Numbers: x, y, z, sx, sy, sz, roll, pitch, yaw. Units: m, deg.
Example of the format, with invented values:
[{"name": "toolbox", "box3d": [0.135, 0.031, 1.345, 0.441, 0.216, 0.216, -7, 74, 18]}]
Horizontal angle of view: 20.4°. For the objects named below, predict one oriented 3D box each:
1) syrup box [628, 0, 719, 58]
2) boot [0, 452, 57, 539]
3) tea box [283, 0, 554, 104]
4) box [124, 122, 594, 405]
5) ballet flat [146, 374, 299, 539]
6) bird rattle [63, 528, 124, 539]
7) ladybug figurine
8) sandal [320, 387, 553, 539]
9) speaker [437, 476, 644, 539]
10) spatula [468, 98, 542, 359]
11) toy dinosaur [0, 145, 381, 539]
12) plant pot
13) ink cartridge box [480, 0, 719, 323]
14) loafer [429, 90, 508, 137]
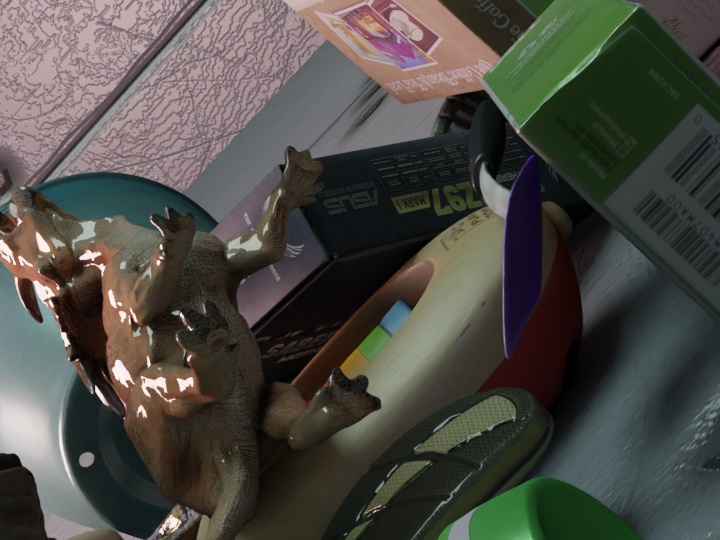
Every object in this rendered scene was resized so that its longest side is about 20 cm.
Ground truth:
[{"name": "syrup box", "box3d": [0.195, -0.198, 0.994, 0.200, 0.081, 0.079, -46, 13, 13]}, {"name": "boot", "box3d": [-0.133, 0.147, 0.823, 0.068, 0.131, 0.200, -10, -19, -6]}, {"name": "tea box", "box3d": [0.059, -0.197, 0.964, 0.197, 0.134, 0.200, -53, 13, -9]}, {"name": "box", "box3d": [0.000, 0.000, 0.899, 0.200, 0.051, 0.158, -14, -22, -47]}, {"name": "ballet flat", "box3d": [-0.061, 0.132, 0.920, 0.200, 0.072, 0.072, -45, 10, 19]}, {"name": "bird rattle", "box3d": [-0.190, 0.176, 1.009, 0.163, 0.113, 0.200, -31, -20, -22]}, {"name": "ladybug figurine", "box3d": [0.019, 0.057, 0.789, 0.200, 0.072, 0.136, -47, 10, 5]}, {"name": "sandal", "box3d": [0.008, 0.126, 0.640, 0.201, 0.057, 0.080, -62, 14, 6]}, {"name": "speaker", "box3d": [-0.002, 0.144, 0.505, 0.200, 0.088, 0.088, -45, 10, 18]}, {"name": "spatula", "box3d": [0.052, -0.030, 0.731, 0.020, 0.057, 0.200, -3, 21, -1]}, {"name": "toy dinosaur", "box3d": [-0.068, 0.040, 0.754, 0.136, 0.086, 0.200, -48, 48, 40]}, {"name": "plant pot", "box3d": [-0.124, 0.060, 1.108, 0.200, 0.200, 0.188, -49, 24, -5]}, {"name": "ink cartridge box", "box3d": [0.103, -0.052, 0.751, 0.059, 0.104, 0.200, -46, 10, 7]}, {"name": "loafer", "box3d": [0.106, -0.099, 1.084, 0.200, 0.075, 0.070, -53, -22, -18]}]
